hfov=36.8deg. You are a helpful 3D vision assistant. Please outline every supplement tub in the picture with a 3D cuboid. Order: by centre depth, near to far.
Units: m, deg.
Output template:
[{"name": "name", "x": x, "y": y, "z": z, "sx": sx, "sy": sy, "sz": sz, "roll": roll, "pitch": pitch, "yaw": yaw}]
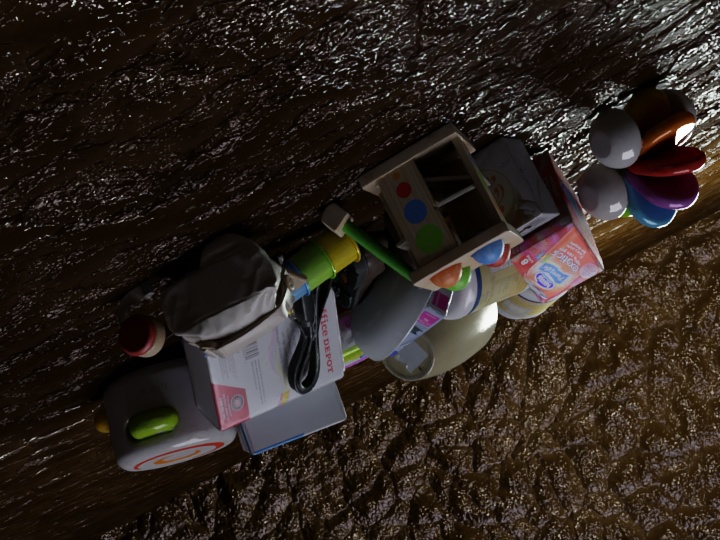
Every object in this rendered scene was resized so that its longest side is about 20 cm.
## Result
[{"name": "supplement tub", "x": 0.189, "y": -0.018, "z": 1.688, "sx": 0.198, "sy": 0.146, "sz": 0.144, "roll": -19, "pitch": 166, "yaw": -34}, {"name": "supplement tub", "x": 0.332, "y": 0.013, "z": 2.148, "sx": 0.144, "sy": 0.147, "sz": 0.200, "roll": -24, "pitch": 168, "yaw": -14}]

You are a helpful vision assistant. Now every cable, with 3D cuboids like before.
[{"name": "cable", "x": -0.074, "y": 0.061, "z": 1.416, "sx": 0.097, "sy": 0.050, "sz": 0.202, "roll": -34, "pitch": 135, "yaw": -38}]

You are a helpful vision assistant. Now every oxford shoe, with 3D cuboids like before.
[{"name": "oxford shoe", "x": 0.000, "y": 0.000, "z": 1.525, "sx": 0.084, "sy": 0.073, "sz": 0.200, "roll": -33, "pitch": 174, "yaw": -20}]

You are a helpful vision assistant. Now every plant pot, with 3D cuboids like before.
[{"name": "plant pot", "x": 0.109, "y": 0.095, "z": 1.761, "sx": 0.186, "sy": 0.188, "sz": 0.200, "roll": -33, "pitch": -176, "yaw": 29}]

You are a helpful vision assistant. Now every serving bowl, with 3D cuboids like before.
[{"name": "serving bowl", "x": 0.039, "y": 0.028, "z": 1.573, "sx": 0.201, "sy": 0.065, "sz": 0.201, "roll": -56, "pitch": -164, "yaw": 25}]

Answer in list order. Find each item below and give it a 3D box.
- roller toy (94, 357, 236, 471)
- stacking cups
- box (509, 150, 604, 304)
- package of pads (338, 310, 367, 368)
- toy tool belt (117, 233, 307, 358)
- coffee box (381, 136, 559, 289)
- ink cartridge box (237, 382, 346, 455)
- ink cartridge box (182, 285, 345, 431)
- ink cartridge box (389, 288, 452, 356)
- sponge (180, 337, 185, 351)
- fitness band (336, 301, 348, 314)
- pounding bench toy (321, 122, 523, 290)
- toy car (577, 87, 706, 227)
[{"name": "roller toy", "x": -0.284, "y": 0.207, "z": 1.601, "sx": 0.181, "sy": 0.141, "sz": 0.200, "roll": -6, "pitch": 162, "yaw": -35}, {"name": "stacking cups", "x": -0.095, "y": 0.017, "z": 1.317, "sx": 0.199, "sy": 0.061, "sz": 0.061, "roll": -35, "pitch": 171, "yaw": -16}, {"name": "box", "x": 0.256, "y": -0.063, "z": 1.508, "sx": 0.102, "sy": 0.095, "sz": 0.201, "roll": -30, "pitch": -150, "yaw": 19}, {"name": "package of pads", "x": -0.063, "y": 0.134, "z": 1.793, "sx": 0.198, "sy": 0.069, "sz": 0.155, "roll": -25, "pitch": 167, "yaw": -2}, {"name": "toy tool belt", "x": -0.163, "y": 0.047, "z": 1.226, "sx": 0.198, "sy": 0.126, "sz": 0.123, "roll": -29, "pitch": 160, "yaw": 14}, {"name": "coffee box", "x": 0.143, "y": -0.073, "z": 1.422, "sx": 0.199, "sy": 0.115, "sz": 0.079, "roll": -32, "pitch": 168, "yaw": 26}, {"name": "ink cartridge box", "x": -0.113, "y": 0.210, "z": 1.614, "sx": 0.145, "sy": 0.087, "sz": 0.200, "roll": -19, "pitch": 177, "yaw": -12}, {"name": "ink cartridge box", "x": -0.131, "y": 0.104, "z": 1.456, "sx": 0.198, "sy": 0.149, "sz": 0.085, "roll": -21, "pitch": -152, "yaw": -29}, {"name": "ink cartridge box", "x": 0.078, "y": 0.050, "z": 1.603, "sx": 0.200, "sy": 0.042, "sz": 0.120, "roll": -39, "pitch": -154, "yaw": 53}, {"name": "sponge", "x": -0.146, "y": 0.109, "z": 1.557, "sx": 0.198, "sy": 0.113, "sz": 0.030, "roll": -22, "pitch": 167, "yaw": -24}, {"name": "fitness band", "x": -0.067, "y": 0.065, "z": 1.737, "sx": 0.142, "sy": 0.038, "sz": 0.200, "roll": -21, "pitch": 166, "yaw": -27}, {"name": "pounding bench toy", "x": 0.069, "y": -0.044, "z": 1.264, "sx": 0.198, "sy": 0.157, "sz": 0.124, "roll": -29, "pitch": 169, "yaw": 13}, {"name": "toy car", "x": 0.412, "y": -0.147, "z": 1.519, "sx": 0.174, "sy": 0.150, "sz": 0.202, "roll": -23, "pitch": 136, "yaw": -29}]
